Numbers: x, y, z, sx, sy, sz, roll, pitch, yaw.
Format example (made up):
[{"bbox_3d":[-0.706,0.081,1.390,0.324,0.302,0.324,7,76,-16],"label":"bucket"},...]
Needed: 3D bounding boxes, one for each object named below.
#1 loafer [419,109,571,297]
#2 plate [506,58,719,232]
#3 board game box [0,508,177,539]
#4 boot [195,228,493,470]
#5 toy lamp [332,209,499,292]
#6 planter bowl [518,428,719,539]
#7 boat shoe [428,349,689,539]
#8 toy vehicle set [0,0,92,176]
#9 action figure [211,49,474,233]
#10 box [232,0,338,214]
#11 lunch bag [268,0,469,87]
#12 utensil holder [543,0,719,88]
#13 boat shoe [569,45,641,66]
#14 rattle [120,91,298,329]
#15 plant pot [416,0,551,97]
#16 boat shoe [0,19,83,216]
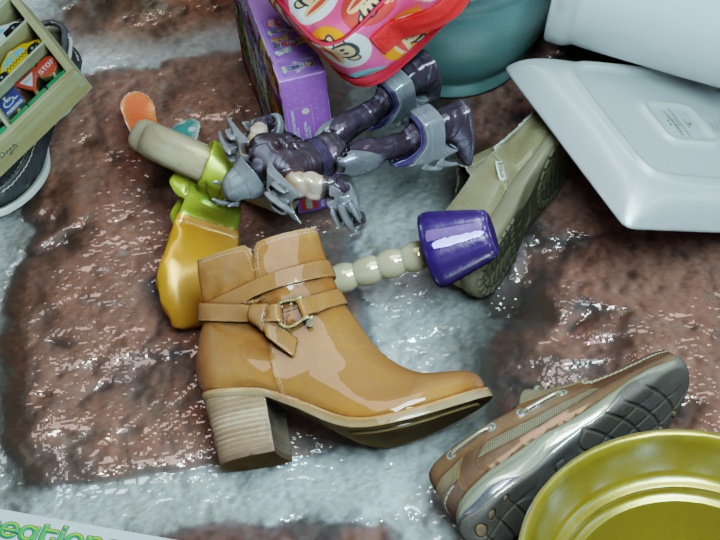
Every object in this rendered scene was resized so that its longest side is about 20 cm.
[{"bbox_3d":[0.107,-0.068,1.416,0.067,0.076,0.200,22,51,17],"label":"loafer"},{"bbox_3d":[0.235,-0.101,1.407,0.200,0.032,0.200,2,39,-31],"label":"plate"},{"bbox_3d":[-0.207,0.219,1.197,0.200,0.035,0.126,7,46,13],"label":"board game box"},{"bbox_3d":[-0.017,0.045,1.281,0.200,0.074,0.155,-9,72,2],"label":"boot"},{"bbox_3d":[0.000,0.000,1.342,0.200,0.058,0.058,-15,44,10],"label":"toy lamp"},{"bbox_3d":[0.196,0.199,1.138,0.200,0.083,0.200,-3,46,3],"label":"planter bowl"},{"bbox_3d":[0.132,0.104,1.247,0.200,0.076,0.072,-28,47,-22],"label":"boat shoe"},{"bbox_3d":[-0.316,-0.116,1.483,0.200,0.027,0.124,-44,51,2],"label":"toy vehicle set"},{"bbox_3d":[-0.017,-0.084,1.347,0.200,0.069,0.130,-23,55,-21],"label":"action figure"},{"bbox_3d":[-0.063,-0.161,1.484,0.039,0.137,0.200,-14,45,-8],"label":"box"},{"bbox_3d":[0.030,-0.235,1.344,0.200,0.082,0.176,-43,47,5],"label":"lunch bag"},{"bbox_3d":[0.259,-0.226,1.421,0.200,0.170,0.170,19,49,6],"label":"utensil holder"},{"bbox_3d":[0.203,-0.228,1.575,0.076,0.072,0.200,-15,45,-31],"label":"boat shoe"},{"bbox_3d":[-0.145,-0.051,1.461,0.130,0.143,0.200,-2,17,-43],"label":"rattle"},{"bbox_3d":[0.075,-0.229,1.537,0.200,0.134,0.200,-3,45,3],"label":"plant pot"},{"bbox_3d":[-0.278,-0.126,1.526,0.074,0.060,0.200,10,48,14],"label":"boat shoe"}]
